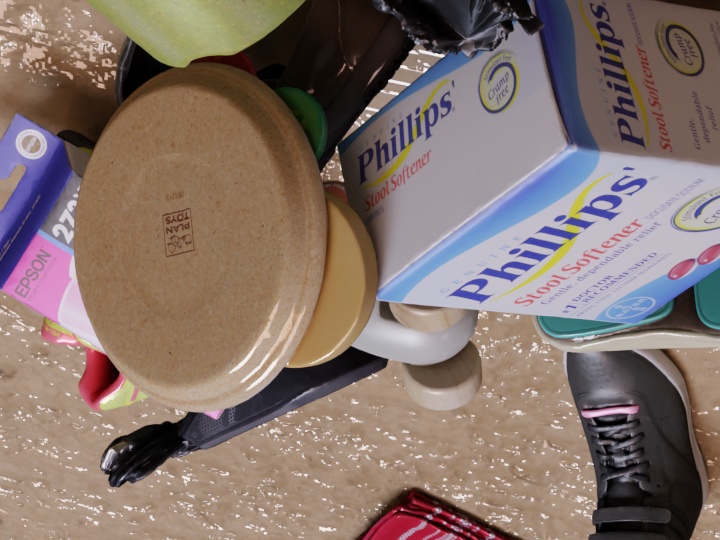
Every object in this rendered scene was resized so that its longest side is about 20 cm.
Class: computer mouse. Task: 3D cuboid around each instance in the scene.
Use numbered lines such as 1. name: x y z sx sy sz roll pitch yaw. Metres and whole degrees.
1. computer mouse: -0.070 0.074 1.845 0.200 0.138 0.053 -26 87 34

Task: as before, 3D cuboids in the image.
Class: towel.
1. towel: 0.081 0.233 2.034 0.200 0.023 0.145 27 140 -14

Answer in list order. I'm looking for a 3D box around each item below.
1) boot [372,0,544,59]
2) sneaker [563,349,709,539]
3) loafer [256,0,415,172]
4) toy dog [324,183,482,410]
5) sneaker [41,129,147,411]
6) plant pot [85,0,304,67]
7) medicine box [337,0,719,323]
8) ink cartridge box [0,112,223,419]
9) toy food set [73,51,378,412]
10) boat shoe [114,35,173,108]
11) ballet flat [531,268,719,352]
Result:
1. boot: 0.018 -0.209 1.428 0.198 0.163 0.073 38 134 -25
2. sneaker: 0.172 0.125 1.819 0.071 0.099 0.200 -4 135 24
3. loafer: -0.045 -0.086 1.638 0.071 0.073 0.200 39 105 2
4. toy dog: 0.000 0.000 1.756 0.200 0.096 0.132 31 143 4
5. sneaker: -0.160 0.007 1.763 0.078 0.090 0.200 35 150 53
6. plant pot: -0.109 -0.208 1.442 0.200 0.201 0.184 -16 132 32
7. medicine box: 0.123 -0.059 1.557 0.200 0.103 0.182 4 151 -37
8. ink cartridge box: -0.143 -0.002 1.707 0.200 0.037 0.095 32 114 -4
9. toy food set: -0.084 -0.022 1.586 0.200 0.198 0.049 -32 159 37
10. boat shoe: -0.090 -0.153 1.610 0.069 0.057 0.200 21 140 -7
11. ballet flat: 0.203 0.019 1.723 0.200 0.070 0.070 -3 137 24
